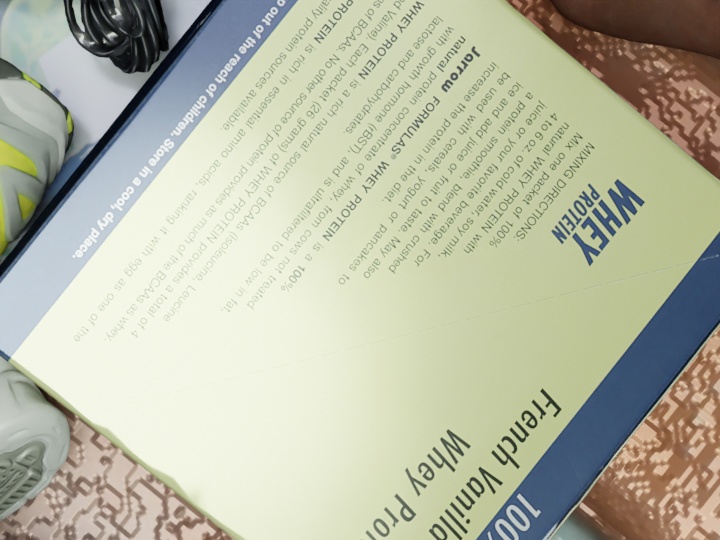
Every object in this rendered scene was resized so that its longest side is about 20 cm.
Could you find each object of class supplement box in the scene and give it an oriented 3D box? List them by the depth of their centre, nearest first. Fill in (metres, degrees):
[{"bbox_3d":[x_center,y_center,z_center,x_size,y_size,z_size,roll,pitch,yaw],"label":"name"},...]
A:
[{"bbox_3d":[0.000,0.000,0.862,0.200,0.134,0.200,39,88,-8],"label":"supplement box"}]

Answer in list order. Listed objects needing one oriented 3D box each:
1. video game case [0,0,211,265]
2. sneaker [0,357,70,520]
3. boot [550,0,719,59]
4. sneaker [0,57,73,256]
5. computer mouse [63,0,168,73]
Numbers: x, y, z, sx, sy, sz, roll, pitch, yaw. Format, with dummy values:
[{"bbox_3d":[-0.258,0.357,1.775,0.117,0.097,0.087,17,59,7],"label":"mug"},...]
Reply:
[{"bbox_3d":[-0.138,-0.083,0.939,0.200,0.022,0.183,15,87,2],"label":"video game case"},{"bbox_3d":[-0.206,0.080,0.914,0.200,0.078,0.099,-33,62,5],"label":"sneaker"},{"bbox_3d":[0.164,-0.055,0.861,0.188,0.069,0.200,6,44,-8],"label":"boot"},{"bbox_3d":[-0.179,-0.059,0.836,0.075,0.200,0.077,1,67,43],"label":"sneaker"},{"bbox_3d":[-0.152,-0.155,0.879,0.200,0.139,0.053,22,62,21],"label":"computer mouse"}]
